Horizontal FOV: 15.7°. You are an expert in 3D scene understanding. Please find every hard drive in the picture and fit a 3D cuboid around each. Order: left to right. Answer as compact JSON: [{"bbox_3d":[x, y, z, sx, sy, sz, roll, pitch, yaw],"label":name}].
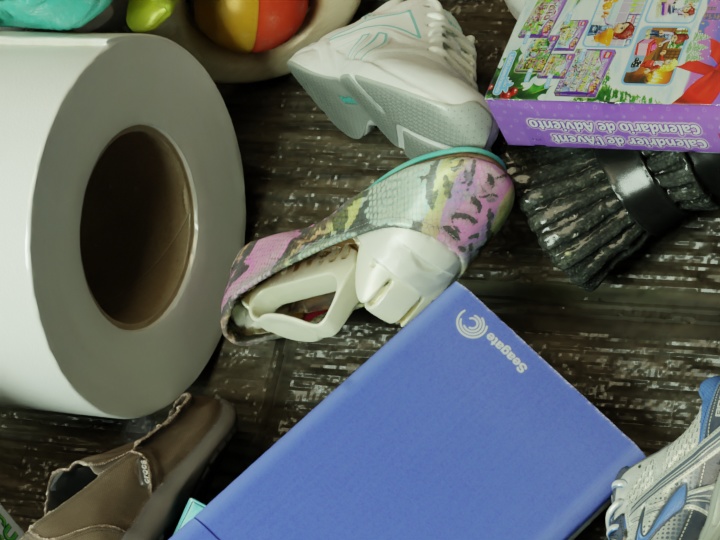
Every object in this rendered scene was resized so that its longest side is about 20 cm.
[{"bbox_3d":[0.023,0.113,1.253,0.132,0.025,0.200,43,68,15],"label":"hard drive"}]

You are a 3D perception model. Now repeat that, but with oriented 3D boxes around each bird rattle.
[{"bbox_3d":[-0.054,-0.175,1.429,0.199,0.164,0.113,-11,49,-23],"label":"bird rattle"}]

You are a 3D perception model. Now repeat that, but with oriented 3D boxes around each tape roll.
[{"bbox_3d":[-0.171,-0.026,1.385,0.139,0.203,0.204,3,67,30],"label":"tape roll"}]

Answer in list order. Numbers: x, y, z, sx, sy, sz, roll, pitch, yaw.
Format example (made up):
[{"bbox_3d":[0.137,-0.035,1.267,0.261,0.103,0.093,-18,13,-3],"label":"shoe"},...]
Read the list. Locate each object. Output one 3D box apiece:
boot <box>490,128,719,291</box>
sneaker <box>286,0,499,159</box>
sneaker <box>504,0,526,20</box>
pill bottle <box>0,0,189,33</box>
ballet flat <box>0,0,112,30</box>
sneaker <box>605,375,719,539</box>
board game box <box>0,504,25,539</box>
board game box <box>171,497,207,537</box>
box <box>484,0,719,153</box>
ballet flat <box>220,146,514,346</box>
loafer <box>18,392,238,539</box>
[{"bbox_3d":[0.166,-0.038,1.283,0.157,0.080,0.211,-33,44,2],"label":"boot"},{"bbox_3d":[0.028,-0.107,1.366,0.080,0.071,0.200,-42,25,-7],"label":"sneaker"},{"bbox_3d":[0.087,-0.209,1.402,0.075,0.100,0.201,-25,58,12],"label":"sneaker"},{"bbox_3d":[-0.142,-0.187,1.504,0.199,0.114,0.114,-31,55,11],"label":"pill bottle"},{"bbox_3d":[-0.180,-0.154,1.397,0.200,0.070,0.068,13,80,64],"label":"ballet flat"},{"bbox_3d":[0.149,0.134,1.222,0.085,0.077,0.200,21,69,44],"label":"sneaker"},{"bbox_3d":[-0.216,0.165,1.312,0.126,0.200,0.035,-30,14,31],"label":"board game box"},{"bbox_3d":[-0.060,0.234,1.253,0.150,0.047,0.201,26,79,8],"label":"board game box"},{"bbox_3d":[0.158,-0.147,1.295,0.136,0.039,0.201,4,55,31],"label":"box"},{"bbox_3d":[0.000,0.000,1.333,0.200,0.069,0.071,-21,40,44],"label":"ballet flat"},{"bbox_3d":[-0.118,0.109,1.307,0.071,0.200,0.073,28,115,4],"label":"loafer"}]
